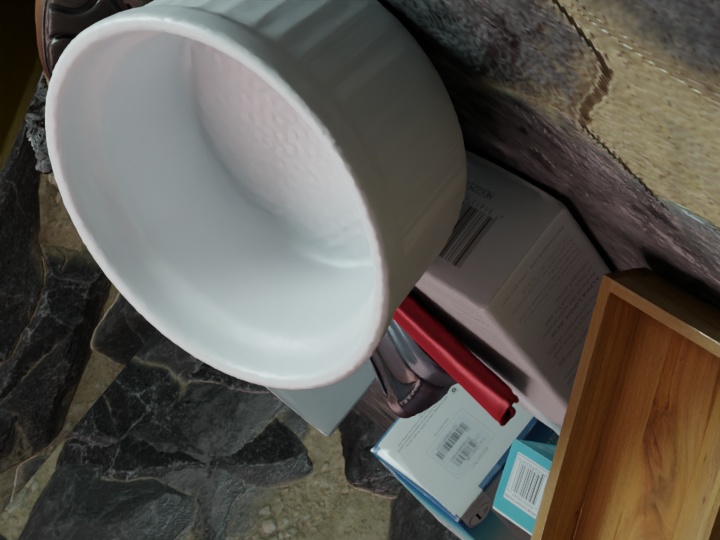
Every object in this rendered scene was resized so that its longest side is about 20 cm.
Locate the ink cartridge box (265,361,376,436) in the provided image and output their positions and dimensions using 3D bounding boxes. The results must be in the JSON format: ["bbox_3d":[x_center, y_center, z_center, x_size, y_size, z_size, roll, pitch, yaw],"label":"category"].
[{"bbox_3d":[-0.051,0.024,1.297,0.146,0.147,0.200,41,176,-10],"label":"ink cartridge box"}]

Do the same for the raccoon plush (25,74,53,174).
[{"bbox_3d":[-0.428,-0.228,2.153,0.134,0.096,0.201,-129,27,-46],"label":"raccoon plush"}]

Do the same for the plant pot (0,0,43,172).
[{"bbox_3d":[-0.349,-0.193,1.078,0.198,0.197,0.194,3,154,27],"label":"plant pot"}]

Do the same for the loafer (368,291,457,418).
[{"bbox_3d":[0.000,0.000,0.969,0.071,0.063,0.201,0,-129,-42],"label":"loafer"}]

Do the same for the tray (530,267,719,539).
[{"bbox_3d":[0.141,0.111,0.764,0.037,0.202,0.098,-8,-150,-40],"label":"tray"}]

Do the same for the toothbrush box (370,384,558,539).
[{"bbox_3d":[0.108,0.127,1.122,0.085,0.147,0.200,36,171,27],"label":"toothbrush box"}]

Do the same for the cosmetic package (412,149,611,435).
[{"bbox_3d":[0.098,0.024,0.865,0.101,0.074,0.200,34,172,42],"label":"cosmetic package"}]

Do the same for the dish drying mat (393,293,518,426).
[{"bbox_3d":[0.013,0.009,0.874,0.200,0.018,0.077,45,179,12],"label":"dish drying mat"}]

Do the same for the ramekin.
[{"bbox_3d":[-0.045,-0.051,0.749,0.199,0.098,0.202,23,135,25],"label":"ramekin"}]

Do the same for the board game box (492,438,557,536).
[{"bbox_3d":[0.200,0.159,0.908,0.199,0.047,0.151,14,-172,-32],"label":"board game box"}]

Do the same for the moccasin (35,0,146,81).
[{"bbox_3d":[-0.172,-0.149,1.058,0.202,0.073,0.078,60,-168,-62],"label":"moccasin"}]
